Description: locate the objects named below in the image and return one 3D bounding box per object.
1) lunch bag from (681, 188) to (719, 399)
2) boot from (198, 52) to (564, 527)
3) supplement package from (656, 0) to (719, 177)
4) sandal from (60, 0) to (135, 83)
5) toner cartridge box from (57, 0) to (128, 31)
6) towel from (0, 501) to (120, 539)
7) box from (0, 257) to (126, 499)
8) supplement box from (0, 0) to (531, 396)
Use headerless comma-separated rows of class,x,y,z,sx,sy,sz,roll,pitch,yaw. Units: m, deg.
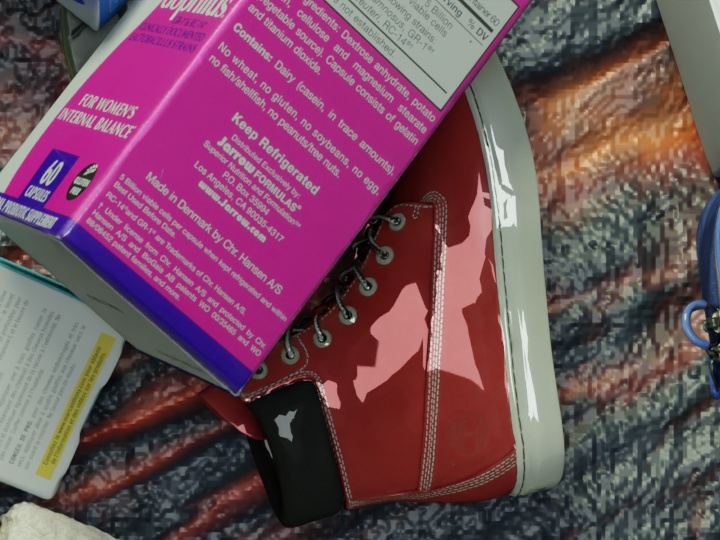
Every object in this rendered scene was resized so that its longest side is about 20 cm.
lunch bag,0.226,0.010,1.108,0.199,0.132,0.137,-11,85,-4
boot,0.000,0.000,1.123,0.143,0.072,0.202,-7,88,-11
supplement package,0.230,-0.124,1.129,0.199,0.114,0.110,-18,85,-2
sandal,-0.081,-0.058,1.142,0.079,0.057,0.202,-11,100,-14
toner cartridge box,-0.151,-0.195,1.105,0.200,0.043,0.095,39,72,10
towel,-0.093,0.181,1.056,0.132,0.201,0.035,24,127,-16
box,-0.195,0.016,1.081,0.199,0.049,0.083,26,89,-32
supplement box,-0.040,-0.067,1.067,0.103,0.101,0.200,42,79,-25
